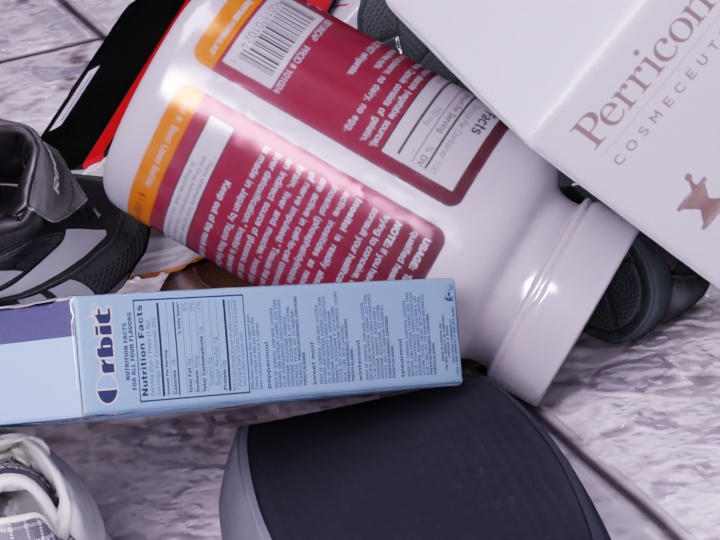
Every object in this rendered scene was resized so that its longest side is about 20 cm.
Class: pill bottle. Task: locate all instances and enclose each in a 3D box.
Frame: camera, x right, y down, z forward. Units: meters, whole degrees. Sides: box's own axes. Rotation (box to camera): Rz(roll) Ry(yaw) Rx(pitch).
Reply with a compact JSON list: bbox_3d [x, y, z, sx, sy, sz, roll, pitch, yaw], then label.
[{"bbox_3d":[0.006,-0.030,1.209,0.200,0.113,0.113,30,30,5],"label":"pill bottle"}]

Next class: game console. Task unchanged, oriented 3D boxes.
[{"bbox_3d":[-0.087,-0.103,1.496,0.177,0.031,0.200,-25,25,37],"label":"game console"}]

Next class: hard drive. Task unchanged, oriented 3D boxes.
[{"bbox_3d":[0.021,0.097,1.072,0.135,0.042,0.200,-12,22,-8],"label":"hard drive"}]

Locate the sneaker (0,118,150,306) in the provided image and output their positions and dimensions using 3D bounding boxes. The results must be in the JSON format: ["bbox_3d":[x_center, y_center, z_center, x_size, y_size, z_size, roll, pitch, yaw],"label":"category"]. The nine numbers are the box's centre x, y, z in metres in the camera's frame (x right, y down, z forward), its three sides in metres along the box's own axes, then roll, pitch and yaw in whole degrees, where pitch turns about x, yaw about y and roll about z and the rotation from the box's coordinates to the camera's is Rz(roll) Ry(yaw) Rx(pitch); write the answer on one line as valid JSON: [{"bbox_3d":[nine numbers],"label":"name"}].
[{"bbox_3d":[-0.138,-0.022,1.196,0.066,0.091,0.200,50,30,18],"label":"sneaker"}]

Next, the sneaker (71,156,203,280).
[{"bbox_3d":[-0.075,-0.050,1.317,0.200,0.092,0.076,-4,22,13],"label":"sneaker"}]

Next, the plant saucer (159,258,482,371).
[{"bbox_3d":[0.000,0.000,1.333,0.200,0.035,0.200,-6,22,3],"label":"plant saucer"}]

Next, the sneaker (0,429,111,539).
[{"bbox_3d":[-0.128,0.090,1.095,0.076,0.081,0.200,-15,21,-11],"label":"sneaker"}]

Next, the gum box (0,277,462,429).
[{"bbox_3d":[-0.090,0.033,1.109,0.170,0.045,0.200,-6,-3,41],"label":"gum box"}]

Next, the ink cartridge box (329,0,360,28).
[{"bbox_3d":[0.007,-0.130,1.527,0.200,0.067,0.116,-48,25,-25],"label":"ink cartridge box"}]

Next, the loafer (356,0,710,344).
[{"bbox_3d":[0.075,-0.052,1.295,0.063,0.072,0.200,-16,63,-48],"label":"loafer"}]

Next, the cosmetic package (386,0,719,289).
[{"bbox_3d":[0.152,-0.091,1.154,0.167,0.200,0.166,-52,29,8],"label":"cosmetic package"}]
